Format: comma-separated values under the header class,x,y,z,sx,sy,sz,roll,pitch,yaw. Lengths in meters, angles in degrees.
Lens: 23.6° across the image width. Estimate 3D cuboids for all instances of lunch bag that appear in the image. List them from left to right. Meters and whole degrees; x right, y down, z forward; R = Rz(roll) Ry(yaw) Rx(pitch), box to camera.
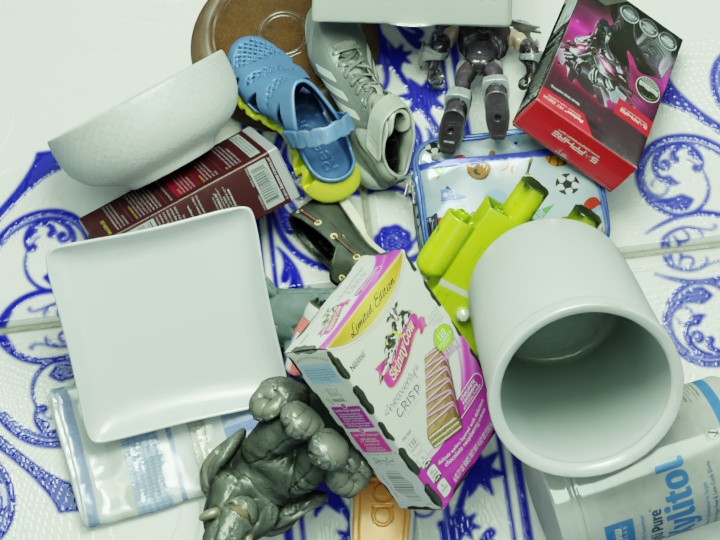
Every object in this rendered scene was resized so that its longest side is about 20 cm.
class,x,y,z,sx,sy,sz,roll,pitch,yaw
lunch bag,0.144,-0.069,1.723,0.200,0.076,0.160,-5,69,-1

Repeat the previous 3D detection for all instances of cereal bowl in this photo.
class,x,y,z,sx,sy,sz,roll,pitch,yaw
cereal bowl,-0.204,-0.138,1.703,0.200,0.200,0.083,-30,100,-9

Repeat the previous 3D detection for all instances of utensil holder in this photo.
class,x,y,z,sx,sy,sz,roll,pitch,yaw
utensil holder,0.184,0.062,1.550,0.170,0.170,0.200,-2,26,-4

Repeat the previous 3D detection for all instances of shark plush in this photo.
class,x,y,z,sx,sy,sz,roll,pitch,yaw
shark plush,-0.090,0.022,1.692,0.200,0.083,0.091,27,56,22

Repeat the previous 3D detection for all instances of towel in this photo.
class,x,y,z,sx,sy,sz,roll,pitch,yaw
towel,-0.194,0.157,1.678,0.200,0.024,0.147,-16,72,-4

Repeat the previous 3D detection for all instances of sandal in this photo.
class,x,y,z,sx,sy,sz,roll,pitch,yaw
sandal,-0.062,-0.166,1.712,0.079,0.087,0.200,-31,67,-23
sandal,0.023,0.187,1.643,0.079,0.059,0.207,-2,70,0

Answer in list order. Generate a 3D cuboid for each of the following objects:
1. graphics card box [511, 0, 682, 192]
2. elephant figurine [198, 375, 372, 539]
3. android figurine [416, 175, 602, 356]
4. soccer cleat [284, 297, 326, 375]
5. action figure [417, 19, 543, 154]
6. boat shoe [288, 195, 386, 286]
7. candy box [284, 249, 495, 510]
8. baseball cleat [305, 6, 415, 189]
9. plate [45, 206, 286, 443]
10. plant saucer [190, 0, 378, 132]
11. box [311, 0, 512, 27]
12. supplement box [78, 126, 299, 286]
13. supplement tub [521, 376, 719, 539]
class,x,y,z,sx,sy,sz,roll,pitch,yaw
graphics card box,0.240,-0.190,1.724,0.125,0.051,0.200,33,52,-9
elephant figurine,-0.096,0.199,1.602,0.200,0.155,0.142,-48,55,15
android figurine,0.140,0.010,1.656,0.182,0.041,0.200,28,111,-17
soccer cleat,0.012,0.092,1.634,0.068,0.200,0.073,34,96,51
action figure,0.120,-0.204,1.751,0.130,0.069,0.200,-2,39,12
boat shoe,0.000,0.002,1.688,0.063,0.074,0.201,-30,56,-14
candy box,0.038,0.100,1.560,0.200,0.061,0.136,54,53,-23
baseball cleat,0.009,-0.182,1.728,0.070,0.106,0.200,-23,95,-28
plate,-0.183,0.050,1.646,0.200,0.032,0.200,-13,106,-7
plant saucer,-0.081,-0.243,1.810,0.200,0.034,0.200,-1,71,2
box,0.051,-0.340,1.736,0.199,0.131,0.200,1,29,-1
supplement box,-0.171,-0.062,1.704,0.200,0.109,0.061,-28,113,-8
supplement tub,0.262,0.187,1.601,0.200,0.132,0.132,-19,71,-5
